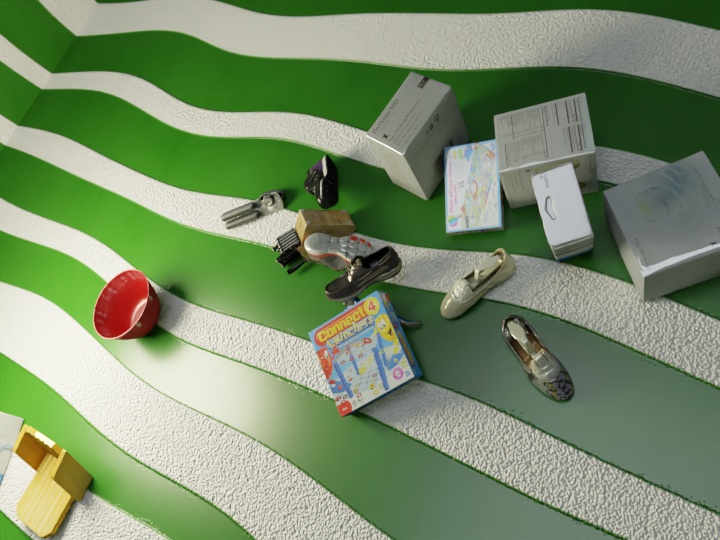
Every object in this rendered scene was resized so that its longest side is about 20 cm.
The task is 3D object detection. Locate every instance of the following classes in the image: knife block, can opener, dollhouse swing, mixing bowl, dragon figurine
[{"bbox_3d":[-0.125,-0.068,1.544,0.065,0.194,0.179,61,143,41],"label":"knife block"},{"bbox_3d":[-0.302,-0.176,1.698,0.194,0.054,0.068,-18,26,19],"label":"can opener"},{"bbox_3d":[-0.830,0.543,1.533,0.195,0.185,0.177,15,52,31],"label":"dollhouse swing"},{"bbox_3d":[-0.637,0.113,1.677,0.194,0.109,0.206,-12,60,21],"label":"mixing bowl"},{"bbox_3d":[0.042,0.091,1.375,0.194,0.059,0.103,-11,61,23],"label":"dragon figurine"}]

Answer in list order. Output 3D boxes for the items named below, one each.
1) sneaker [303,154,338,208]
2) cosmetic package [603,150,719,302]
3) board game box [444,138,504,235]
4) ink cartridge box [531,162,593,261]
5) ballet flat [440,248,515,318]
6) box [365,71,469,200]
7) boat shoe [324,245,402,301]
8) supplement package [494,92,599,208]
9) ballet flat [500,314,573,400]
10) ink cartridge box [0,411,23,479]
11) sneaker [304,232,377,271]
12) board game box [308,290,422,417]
[{"bbox_3d":[-0.109,-0.217,1.588,0.086,0.076,0.203,-26,35,20],"label":"sneaker"},{"bbox_3d":[0.597,-0.082,1.144,0.195,0.123,0.205,-22,57,16],"label":"cosmetic package"},{"bbox_3d":[0.262,-0.191,1.385,0.130,0.034,0.208,-4,81,25],"label":"board game box"},{"bbox_3d":[0.402,-0.110,1.185,0.081,0.199,0.150,-16,79,19],"label":"ink cartridge box"},{"bbox_3d":[0.248,0.025,1.301,0.198,0.069,0.070,-39,55,4],"label":"ballet flat"},{"bbox_3d":[0.143,-0.321,1.444,0.129,0.200,0.201,31,81,34],"label":"box"},{"bbox_3d":[0.000,0.000,1.389,0.195,0.075,0.075,-28,34,-2],"label":"boat shoe"},{"bbox_3d":[0.406,-0.256,1.307,0.194,0.152,0.156,-9,61,22],"label":"supplement package"},{"bbox_3d":[0.341,0.166,1.181,0.071,0.072,0.202,-37,55,5],"label":"ballet flat"},{"bbox_3d":[-1.091,0.497,1.691,0.142,0.146,0.206,-1,65,26],"label":"ink cartridge box"},{"bbox_3d":[-0.042,-0.035,1.482,0.194,0.083,0.079,16,55,9],"label":"sneaker"},{"bbox_3d":[0.007,0.182,1.302,0.197,0.056,0.200,-32,72,19],"label":"board game box"}]
